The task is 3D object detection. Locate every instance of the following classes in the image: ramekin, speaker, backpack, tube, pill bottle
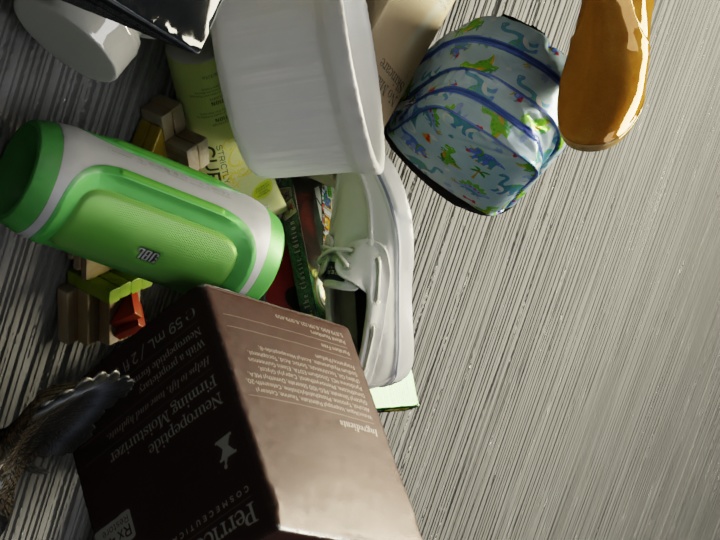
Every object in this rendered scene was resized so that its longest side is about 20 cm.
[{"bbox_3d":[-0.046,-0.162,1.265,0.200,0.097,0.201,-9,90,-83],"label":"ramekin"},{"bbox_3d":[-0.154,-0.038,1.221,0.200,0.088,0.089,21,93,-32],"label":"speaker"},{"bbox_3d":[0.108,-0.131,1.459,0.200,0.163,0.154,-41,-168,51],"label":"backpack"},{"bbox_3d":[-0.106,-0.102,1.351,0.200,0.058,0.052,80,22,-46],"label":"tube"},{"bbox_3d":[-0.139,-0.228,1.158,0.200,0.113,0.113,-56,147,-17],"label":"pill bottle"}]

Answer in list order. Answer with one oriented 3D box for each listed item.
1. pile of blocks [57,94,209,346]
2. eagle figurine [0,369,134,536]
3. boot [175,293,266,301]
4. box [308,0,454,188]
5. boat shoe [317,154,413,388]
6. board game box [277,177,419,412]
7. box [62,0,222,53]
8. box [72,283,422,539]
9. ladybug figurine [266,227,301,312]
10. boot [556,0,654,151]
[{"bbox_3d":[-0.167,-0.030,1.295,0.082,0.062,0.201,7,104,-58],"label":"pile of blocks"},{"bbox_3d":[-0.251,0.114,1.179,0.151,0.151,0.200,-6,123,-43],"label":"eagle figurine"},{"bbox_3d":[-0.148,0.062,1.375,0.130,0.068,0.200,-22,134,-48],"label":"boot"},{"bbox_3d":[-0.009,-0.177,1.419,0.200,0.078,0.095,-62,149,-7],"label":"box"},{"bbox_3d":[0.000,0.000,1.380,0.065,0.073,0.201,-15,101,-39],"label":"boat shoe"},{"bbox_3d":[-0.010,0.021,1.453,0.105,0.023,0.201,2,73,-47],"label":"board game box"},{"bbox_3d":[-0.164,-0.239,1.030,0.107,0.200,0.149,26,90,-59],"label":"box"},{"bbox_3d":[-0.087,0.146,1.245,0.166,0.200,0.164,-38,145,26],"label":"box"},{"bbox_3d":[-0.045,0.027,1.506,0.200,0.072,0.136,-17,124,-51],"label":"ladybug figurine"},{"bbox_3d":[0.188,-0.205,1.330,0.144,0.071,0.202,76,28,-47],"label":"boot"}]
